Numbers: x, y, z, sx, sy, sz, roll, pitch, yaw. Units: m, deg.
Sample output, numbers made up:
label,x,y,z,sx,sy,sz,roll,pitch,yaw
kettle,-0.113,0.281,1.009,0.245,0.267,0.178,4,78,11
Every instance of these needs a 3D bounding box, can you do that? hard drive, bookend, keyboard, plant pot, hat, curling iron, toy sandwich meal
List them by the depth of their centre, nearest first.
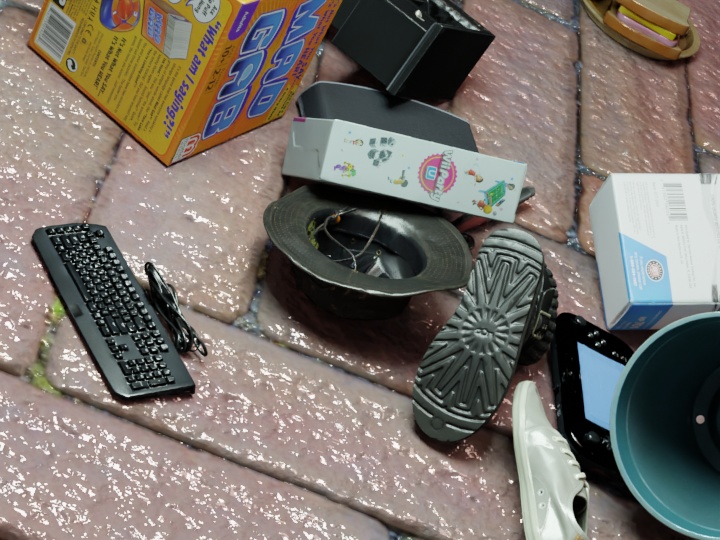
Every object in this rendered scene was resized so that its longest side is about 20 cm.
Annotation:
label,x,y,z,sx,sy,sz,roll,pitch,yaw
keyboard,-0.197,0.023,1.534,0.104,0.040,0.200,-5,49,-38
plant pot,0.346,0.139,1.647,0.200,0.200,0.188,43,13,17
hat,0.000,0.000,1.670,0.200,0.081,0.201,12,28,-7
curling iron,0.128,-0.049,1.868,0.050,0.026,0.200,40,37,12
hard drive,0.038,-0.135,1.894,0.200,0.042,0.135,13,38,-23
bookend,0.021,-0.283,1.971,0.200,0.092,0.199,40,16,14
toy sandwich meal,0.377,-0.353,2.385,0.205,0.070,0.205,19,36,-15

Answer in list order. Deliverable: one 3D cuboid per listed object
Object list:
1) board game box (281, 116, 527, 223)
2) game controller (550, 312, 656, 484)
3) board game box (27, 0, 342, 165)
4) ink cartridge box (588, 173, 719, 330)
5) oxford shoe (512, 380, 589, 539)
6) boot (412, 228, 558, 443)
label,x,y,z,sx,sy,sz,roll,pitch,yaw
board game box,0.040,-0.100,1.759,0.200,0.064,0.148,12,3,-18
game controller,0.230,0.122,1.718,0.104,0.042,0.200,20,37,-14
board game box,-0.163,-0.262,1.768,0.200,0.200,0.200,41,36,15
ink cartridge box,0.349,-0.019,1.856,0.200,0.086,0.147,0,67,-13
oxford shoe,0.167,0.179,1.566,0.200,0.058,0.075,-95,163,-44
boot,0.122,0.071,1.661,0.079,0.211,0.158,26,-9,14
